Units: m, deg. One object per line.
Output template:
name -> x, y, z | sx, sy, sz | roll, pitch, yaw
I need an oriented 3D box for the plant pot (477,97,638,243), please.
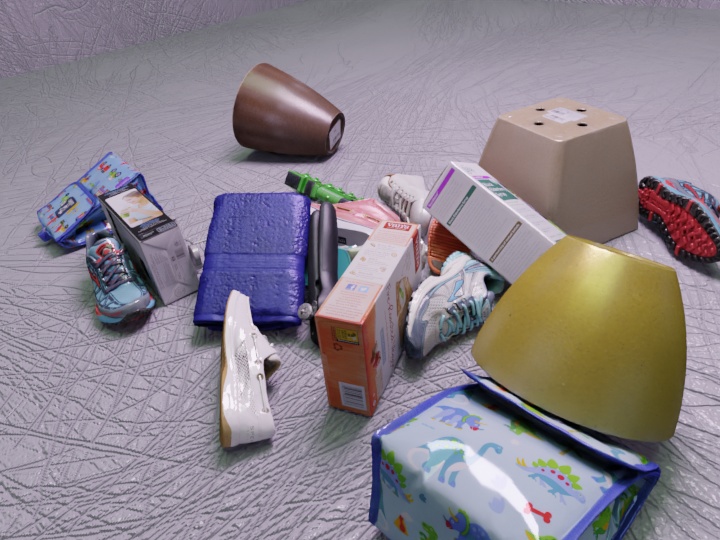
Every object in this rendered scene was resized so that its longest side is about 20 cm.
plant pot -> 0.300, -0.154, 0.861 | 0.199, 0.178, 0.200 | -21, 37, -19

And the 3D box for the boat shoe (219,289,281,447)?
boat shoe -> -0.127, 0.108, 0.645 | 0.069, 0.071, 0.201 | 1, 48, -14

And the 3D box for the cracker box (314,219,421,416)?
cracker box -> 0.019, 0.048, 0.649 | 0.057, 0.134, 0.200 | 8, 37, 20

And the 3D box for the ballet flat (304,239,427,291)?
ballet flat -> 0.000, 0.000, 0.782 | 0.199, 0.072, 0.072 | -9, 33, 12

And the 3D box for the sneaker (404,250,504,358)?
sneaker -> 0.122, 0.041, 0.696 | 0.086, 0.078, 0.200 | 18, 41, 26

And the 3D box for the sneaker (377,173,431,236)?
sneaker -> 0.070, -0.111, 0.918 | 0.084, 0.073, 0.200 | 10, 23, -8

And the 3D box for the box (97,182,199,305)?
box -> -0.329, -0.045, 0.857 | 0.060, 0.117, 0.200 | -29, 42, -26

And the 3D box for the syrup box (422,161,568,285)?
syrup box -> 0.189, -0.061, 0.754 | 0.200, 0.082, 0.079 | 46, 30, 23

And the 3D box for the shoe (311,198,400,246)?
shoe -> -0.035, -0.079, 0.904 | 0.199, 0.072, 0.091 | 18, 40, 23

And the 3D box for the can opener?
can opener -> -0.047, 0.004, 0.734 | 0.078, 0.063, 0.201 | 12, 58, -39

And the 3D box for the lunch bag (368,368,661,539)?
lunch bag -> 0.133, 0.173, 0.472 | 0.199, 0.128, 0.170 | -18, 32, -38

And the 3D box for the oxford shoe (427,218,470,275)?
oxford shoe -> 0.145, -0.064, 0.861 | 0.071, 0.073, 0.201 | 19, 57, 7

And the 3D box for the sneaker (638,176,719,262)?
sneaker -> 0.490, -0.085, 0.806 | 0.095, 0.080, 0.200 | -2, 37, -3

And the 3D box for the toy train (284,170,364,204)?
toy train -> -0.066, -0.139, 1.000 | 0.056, 0.042, 0.200 | 10, 15, -48

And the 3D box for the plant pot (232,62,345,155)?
plant pot -> -0.141, -0.327, 1.203 | 0.199, 0.188, 0.187 | 22, 41, 13

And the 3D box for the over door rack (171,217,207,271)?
over door rack -> -0.218, -0.058, 0.909 | 0.147, 0.067, 0.200 | -20, 25, -21

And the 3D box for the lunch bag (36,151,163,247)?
lunch bag -> -0.498, -0.114, 1.026 | 0.200, 0.094, 0.150 | -39, 46, -22

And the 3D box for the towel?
towel -> -0.144, -0.013, 0.769 | 0.147, 0.050, 0.201 | 1, 67, 4

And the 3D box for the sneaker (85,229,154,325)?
sneaker -> -0.366, 0.004, 0.806 | 0.079, 0.096, 0.200 | -26, 39, -25

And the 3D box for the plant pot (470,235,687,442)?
plant pot -> 0.225, 0.048, 0.539 | 0.199, 0.143, 0.200 | 15, 12, -3
